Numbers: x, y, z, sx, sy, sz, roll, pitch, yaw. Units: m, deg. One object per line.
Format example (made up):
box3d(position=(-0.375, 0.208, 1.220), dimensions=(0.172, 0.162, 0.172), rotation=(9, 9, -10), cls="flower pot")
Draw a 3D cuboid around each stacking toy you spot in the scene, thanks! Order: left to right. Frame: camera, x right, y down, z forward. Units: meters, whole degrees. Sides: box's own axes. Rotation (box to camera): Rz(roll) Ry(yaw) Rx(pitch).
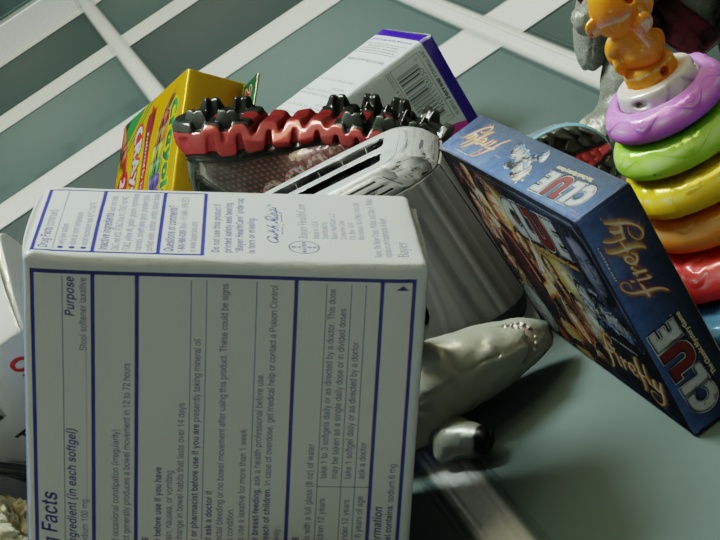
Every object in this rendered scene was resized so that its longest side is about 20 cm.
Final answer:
box3d(position=(0.170, -0.071, 0.879), dimensions=(0.116, 0.201, 0.110), rotation=(-35, 22, -6), cls="stacking toy")

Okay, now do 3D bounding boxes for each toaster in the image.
box3d(position=(0.000, 0.000, 1.046), dimensions=(0.199, 0.130, 0.114), rotation=(-26, 15, 14), cls="toaster")

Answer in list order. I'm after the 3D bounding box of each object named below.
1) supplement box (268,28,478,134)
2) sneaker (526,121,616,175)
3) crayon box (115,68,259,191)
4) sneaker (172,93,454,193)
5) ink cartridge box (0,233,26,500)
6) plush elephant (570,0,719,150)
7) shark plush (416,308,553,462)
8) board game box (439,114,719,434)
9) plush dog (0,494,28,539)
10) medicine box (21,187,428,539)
box3d(position=(-0.016, -0.093, 1.324), dimensions=(0.199, 0.102, 0.103), rotation=(-37, 21, -12), cls="supplement box")
box3d(position=(0.083, -0.040, 1.137), dimensions=(0.199, 0.080, 0.096), rotation=(-21, 9, 13), cls="sneaker")
box3d(position=(-0.141, -0.074, 1.281), dimensions=(0.200, 0.050, 0.128), rotation=(-25, 55, 62), cls="crayon box")
box3d(position=(-0.031, -0.069, 1.146), dimensions=(0.198, 0.099, 0.071), rotation=(0, 17, 14), cls="sneaker")
box3d(position=(-0.243, 0.089, 1.007), dimensions=(0.199, 0.147, 0.083), rotation=(-36, 52, 12), cls="ink cartridge box")
box3d(position=(0.184, -0.195, 1.095), dimensions=(0.164, 0.154, 0.202), rotation=(-4, 75, 45), cls="plush elephant")
box3d(position=(0.025, 0.088, 0.982), dimensions=(0.200, 0.091, 0.083), rotation=(-44, -8, 34), cls="shark plush")
box3d(position=(0.119, -0.005, 0.898), dimensions=(0.034, 0.136, 0.200), rotation=(-34, 21, -6), cls="board game box")
box3d(position=(-0.222, 0.182, 0.970), dimensions=(0.199, 0.161, 0.172), rotation=(-33, -18, 5), cls="plush dog")
box3d(position=(-0.071, 0.060, 0.857), dimensions=(0.198, 0.184, 0.103), rotation=(2, 22, -4), cls="medicine box")
